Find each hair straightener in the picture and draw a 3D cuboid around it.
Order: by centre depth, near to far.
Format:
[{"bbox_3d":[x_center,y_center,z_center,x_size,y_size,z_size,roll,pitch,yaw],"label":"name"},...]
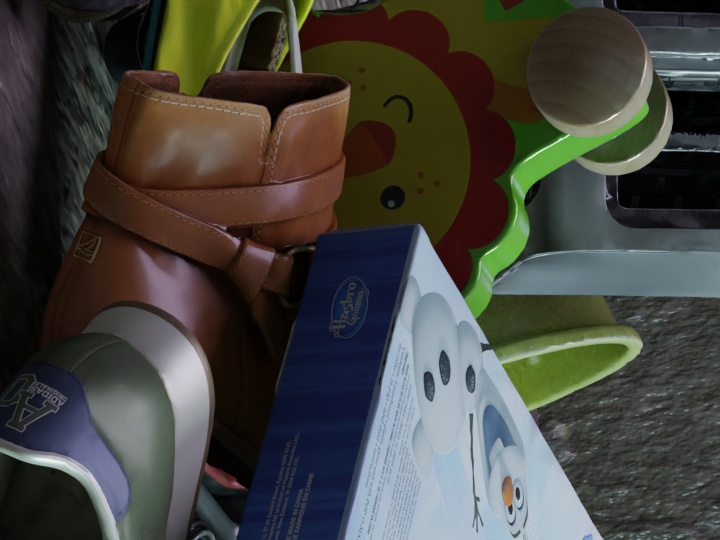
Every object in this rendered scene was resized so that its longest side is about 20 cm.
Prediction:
[{"bbox_3d":[-0.057,0.112,1.096,0.200,0.041,0.077,65,19,-66],"label":"hair straightener"}]

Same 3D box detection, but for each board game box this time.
[{"bbox_3d":[0.019,0.125,0.891,0.199,0.043,0.201,57,37,-44],"label":"board game box"}]

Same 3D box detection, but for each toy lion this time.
[{"bbox_3d":[0.007,-0.073,1.041,0.201,0.191,0.069,64,6,20],"label":"toy lion"}]

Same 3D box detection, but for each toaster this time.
[{"bbox_3d":[0.143,-0.079,1.129,0.119,0.199,0.182,124,-33,-80],"label":"toaster"}]

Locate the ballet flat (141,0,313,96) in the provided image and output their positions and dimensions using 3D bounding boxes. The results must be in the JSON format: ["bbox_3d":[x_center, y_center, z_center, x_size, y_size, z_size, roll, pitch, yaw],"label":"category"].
[{"bbox_3d":[-0.057,-0.038,0.979,0.067,0.067,0.201,77,22,-59],"label":"ballet flat"}]

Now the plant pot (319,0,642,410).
[{"bbox_3d":[0.008,-0.019,1.258,0.200,0.199,0.185,44,28,-78],"label":"plant pot"}]

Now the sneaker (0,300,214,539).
[{"bbox_3d":[-0.089,0.115,0.810,0.090,0.067,0.201,-30,126,-57],"label":"sneaker"}]

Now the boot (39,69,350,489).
[{"bbox_3d":[-0.024,0.008,0.927,0.199,0.073,0.156,-4,110,-52],"label":"boot"}]

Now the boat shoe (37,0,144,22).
[{"bbox_3d":[-0.098,-0.122,0.957,0.201,0.071,0.066,-132,-117,-82],"label":"boat shoe"}]

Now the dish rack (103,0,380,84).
[{"bbox_3d":[-0.019,-0.129,1.145,0.153,0.054,0.201,37,65,-35],"label":"dish rack"}]
